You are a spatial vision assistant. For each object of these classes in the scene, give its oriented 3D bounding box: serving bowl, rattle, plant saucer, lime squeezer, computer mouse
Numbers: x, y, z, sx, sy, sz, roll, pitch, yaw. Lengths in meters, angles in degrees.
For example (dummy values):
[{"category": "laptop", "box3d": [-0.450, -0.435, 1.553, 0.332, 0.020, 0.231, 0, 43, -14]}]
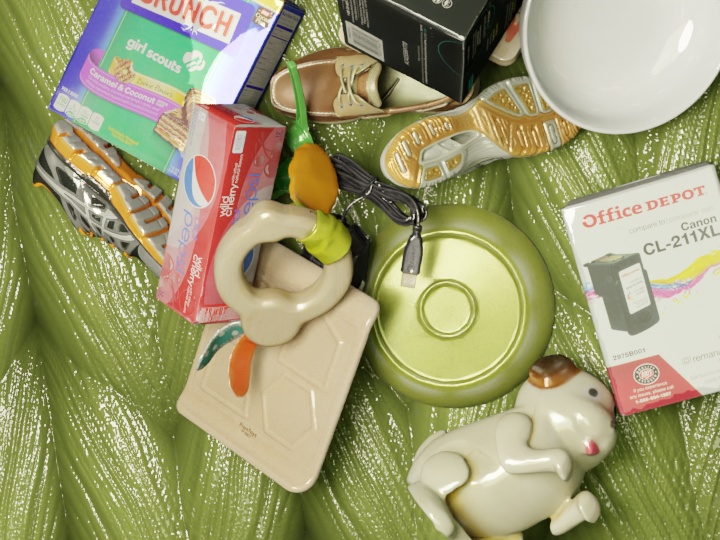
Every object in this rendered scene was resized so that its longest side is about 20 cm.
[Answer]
[{"category": "serving bowl", "box3d": [0.232, -0.227, 1.317, 0.200, 0.066, 0.200, -5, 111, -12]}, {"category": "rattle", "box3d": [-0.091, -0.002, 1.360, 0.143, 0.130, 0.200, 62, 141, 41]}, {"category": "plant saucer", "box3d": [0.086, 0.036, 1.405, 0.200, 0.031, 0.200, 1, 96, 11]}, {"category": "lime squeezer", "box3d": [-0.075, -0.114, 1.400, 0.071, 0.038, 0.200, 10, 124, -25]}, {"category": "computer mouse", "box3d": [0.000, 0.000, 1.390, 0.140, 0.046, 0.200, 26, 107, 33]}]

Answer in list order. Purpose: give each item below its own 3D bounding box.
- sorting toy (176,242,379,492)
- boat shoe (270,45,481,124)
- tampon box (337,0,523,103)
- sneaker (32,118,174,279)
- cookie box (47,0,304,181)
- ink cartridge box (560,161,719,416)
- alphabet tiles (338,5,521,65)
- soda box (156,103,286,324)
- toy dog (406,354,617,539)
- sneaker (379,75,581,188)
[{"category": "sorting toy", "box3d": [-0.079, 0.085, 1.406, 0.185, 0.036, 0.200, 30, 104, 33]}, {"category": "boat shoe", "box3d": [0.011, -0.179, 1.379, 0.200, 0.074, 0.076, -4, 94, 11]}, {"category": "tampon box", "box3d": [0.084, -0.278, 1.269, 0.126, 0.150, 0.200, 29, 78, 10]}, {"category": "sneaker", "box3d": [-0.244, -0.058, 1.445, 0.200, 0.078, 0.077, 47, 115, 7]}, {"category": "cookie box", "box3d": [-0.178, -0.206, 1.413, 0.171, 0.075, 0.200, 29, 99, 9]}, {"category": "ink cartridge box", "box3d": [0.279, 0.015, 1.338, 0.146, 0.083, 0.200, -17, 92, 12]}, {"category": "alphabet tiles", "box3d": [0.073, -0.271, 1.353, 0.200, 0.015, 0.196, 28, 78, 10]}, {"category": "soda box", "box3d": [-0.132, -0.053, 1.367, 0.070, 0.063, 0.200, 31, 116, 41]}, {"category": "toy dog", "box3d": [0.153, 0.176, 1.351, 0.200, 0.194, 0.140, -39, 110, -1]}, {"category": "sneaker", "box3d": [0.109, -0.131, 1.367, 0.200, 0.088, 0.076, -16, 93, -12]}]
